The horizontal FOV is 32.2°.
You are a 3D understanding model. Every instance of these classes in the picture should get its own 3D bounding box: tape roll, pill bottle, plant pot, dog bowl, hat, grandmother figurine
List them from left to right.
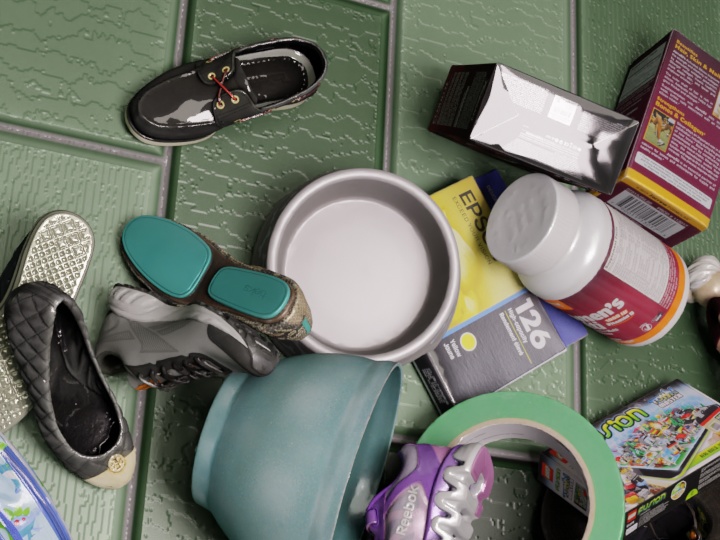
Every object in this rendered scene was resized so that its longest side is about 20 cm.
[{"bbox_3d":[-0.057,0.154,1.024,0.133,0.201,0.202,16,64,11],"label":"plant pot"},{"bbox_3d":[0.000,0.000,1.126,0.197,0.059,0.203,1,81,-7],"label":"dog bowl"},{"bbox_3d":[0.133,0.209,1.100,0.198,0.048,0.203,-4,66,9],"label":"tape roll"},{"bbox_3d":[0.219,-0.010,1.205,0.199,0.109,0.111,27,62,-34],"label":"pill bottle"},{"bbox_3d":[0.266,0.258,1.178,0.198,0.082,0.201,0,32,0],"label":"hat"},{"bbox_3d":[0.387,0.073,1.289,0.060,0.122,0.202,-15,58,-2],"label":"grandmother figurine"}]

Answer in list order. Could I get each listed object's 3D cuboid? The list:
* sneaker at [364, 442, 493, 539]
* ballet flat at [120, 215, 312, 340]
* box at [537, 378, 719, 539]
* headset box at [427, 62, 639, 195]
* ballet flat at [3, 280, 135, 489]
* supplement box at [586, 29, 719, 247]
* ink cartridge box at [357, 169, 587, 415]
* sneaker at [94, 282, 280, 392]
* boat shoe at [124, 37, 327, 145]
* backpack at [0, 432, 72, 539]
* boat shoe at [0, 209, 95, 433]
[{"bbox_3d":[0.039,0.230,1.046,0.088,0.081,0.202,13,66,25],"label":"sneaker"},{"bbox_3d":[-0.123,0.016,1.077,0.199,0.075,0.068,23,71,29],"label":"ballet flat"},{"bbox_3d":[0.279,0.177,1.200,0.199,0.110,0.035,-22,127,-32],"label":"box"},{"bbox_3d":[0.158,-0.140,1.206,0.147,0.200,0.076,20,95,-12],"label":"headset box"},{"bbox_3d":[-0.225,0.098,0.984,0.066,0.056,0.202,-40,126,-32],"label":"ballet flat"},{"bbox_3d":[0.330,-0.139,1.341,0.110,0.086,0.202,30,64,-12],"label":"supplement box"},{"bbox_3d":[0.116,0.014,1.217,0.199,0.047,0.199,-27,85,-27],"label":"ink cartridge box"},{"bbox_3d":[-0.143,0.067,1.012,0.074,0.199,0.080,38,68,-43],"label":"sneaker"},{"bbox_3d":[-0.123,-0.171,1.159,0.200,0.063,0.074,-20,84,-27],"label":"boat shoe"},{"bbox_3d":[-0.291,0.200,0.891,0.146,0.183,0.201,-32,93,-28],"label":"backpack"},{"bbox_3d":[-0.277,0.046,1.018,0.074,0.062,0.202,26,79,-20],"label":"boat shoe"}]
